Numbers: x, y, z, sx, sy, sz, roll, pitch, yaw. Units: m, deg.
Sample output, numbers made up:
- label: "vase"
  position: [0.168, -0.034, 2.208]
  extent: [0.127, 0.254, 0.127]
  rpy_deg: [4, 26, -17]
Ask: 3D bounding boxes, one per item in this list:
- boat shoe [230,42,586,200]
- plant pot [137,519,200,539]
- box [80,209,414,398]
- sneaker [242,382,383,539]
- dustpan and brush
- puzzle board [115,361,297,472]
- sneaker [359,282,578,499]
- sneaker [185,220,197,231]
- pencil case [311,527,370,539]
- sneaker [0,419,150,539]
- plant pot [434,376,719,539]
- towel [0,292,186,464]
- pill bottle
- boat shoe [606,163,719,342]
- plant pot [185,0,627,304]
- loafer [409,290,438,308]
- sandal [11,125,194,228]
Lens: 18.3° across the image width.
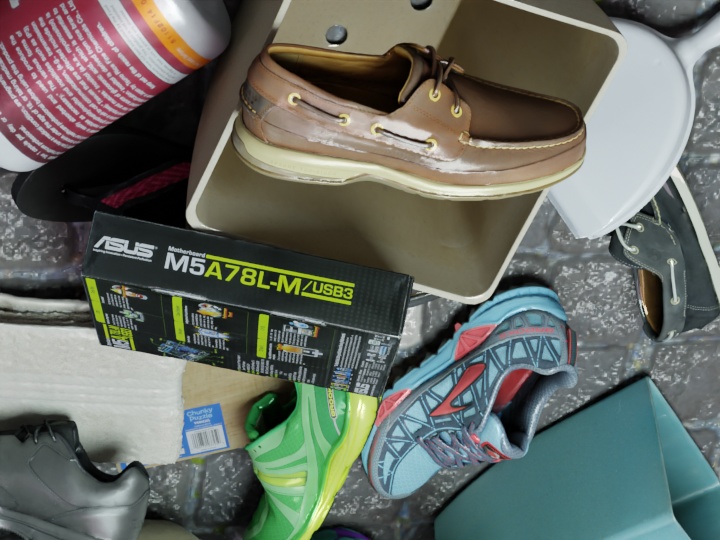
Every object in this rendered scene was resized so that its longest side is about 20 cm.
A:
- label: "boat shoe"
  position: [0.031, -0.086, 1.220]
  extent: [0.198, 0.072, 0.068]
  rpy_deg: [4, 128, -10]
- label: "plant pot"
  position: [-0.163, 0.259, 1.619]
  extent: [0.134, 0.200, 0.201]
  rpy_deg: [-38, 135, -28]
- label: "box"
  position: [-0.070, 0.025, 1.377]
  extent: [0.192, 0.048, 0.200]
  rpy_deg: [13, 166, 1]
- label: "sneaker"
  position: [-0.046, 0.127, 1.590]
  extent: [0.083, 0.074, 0.201]
  rpy_deg: [26, 126, 0]
- label: "dustpan and brush"
  position: [0.186, -0.126, 1.443]
  extent: [0.199, 0.057, 0.140]
  rpy_deg: [-34, 84, 1]
- label: "puzzle board"
  position: [-0.090, 0.064, 1.574]
  extent: [0.198, 0.017, 0.151]
  rpy_deg: [-12, 130, -2]
- label: "sneaker"
  position: [0.076, 0.102, 1.579]
  extent: [0.079, 0.096, 0.200]
  rpy_deg: [19, 122, -40]
- label: "sneaker"
  position: [-0.012, -0.045, 1.437]
  extent: [0.199, 0.076, 0.071]
  rpy_deg: [-22, 139, -15]
- label: "pencil case"
  position: [-0.037, 0.249, 1.614]
  extent: [0.092, 0.200, 0.086]
  rpy_deg: [15, 103, 11]
- label: "sneaker"
  position: [-0.235, 0.136, 1.520]
  extent: [0.199, 0.076, 0.091]
  rpy_deg: [20, 98, -5]
- label: "plant pot"
  position: [0.162, 0.205, 1.665]
  extent: [0.199, 0.142, 0.141]
  rpy_deg: [-24, 129, 18]
- label: "towel"
  position: [-0.217, 0.077, 1.532]
  extent: [0.198, 0.035, 0.133]
  rpy_deg: [4, 131, -5]
- label: "pill bottle"
  position: [-0.186, -0.132, 1.339]
  extent: [0.199, 0.113, 0.113]
  rpy_deg: [-31, 127, 12]
- label: "boat shoe"
  position: [0.200, -0.030, 1.526]
  extent: [0.067, 0.072, 0.201]
  rpy_deg: [-24, 130, 2]
- label: "plant pot"
  position: [0.012, -0.131, 1.340]
  extent: [0.199, 0.178, 0.201]
  rpy_deg: [15, 123, -21]
- label: "loafer"
  position: [0.000, 0.000, 1.489]
  extent: [0.198, 0.072, 0.073]
  rpy_deg: [-12, 99, -2]
- label: "sandal"
  position: [-0.125, -0.047, 1.432]
  extent: [0.199, 0.045, 0.075]
  rpy_deg: [5, 133, -32]
